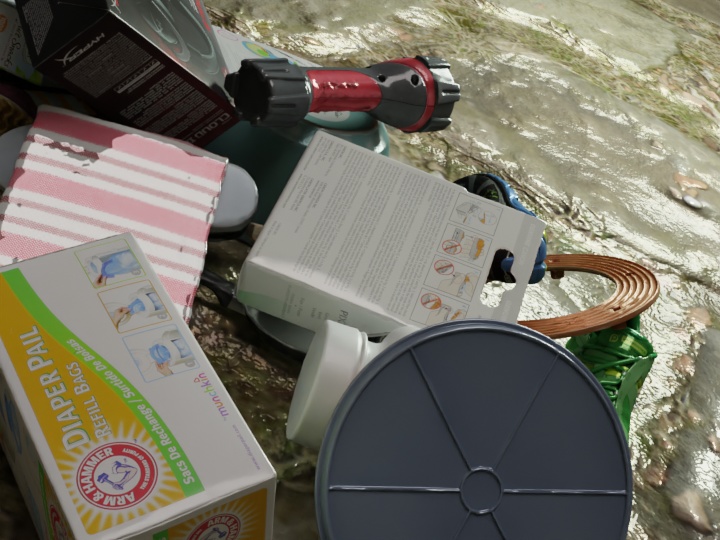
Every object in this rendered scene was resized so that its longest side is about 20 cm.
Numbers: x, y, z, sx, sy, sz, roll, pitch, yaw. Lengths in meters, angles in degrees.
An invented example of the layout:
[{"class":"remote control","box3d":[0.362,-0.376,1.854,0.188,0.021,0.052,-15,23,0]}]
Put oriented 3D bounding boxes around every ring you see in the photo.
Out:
[{"class":"ring","box3d":[0.148,0.025,0.964,0.197,0.020,0.201,-9,17,3]}]

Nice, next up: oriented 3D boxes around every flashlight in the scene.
[{"class":"flashlight","box3d":[-0.008,-0.142,0.944,0.198,0.067,0.069,-9,73,-42]}]

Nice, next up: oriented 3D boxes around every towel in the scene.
[{"class":"towel","box3d":[-0.179,-0.018,0.800,0.144,0.030,0.202,17,56,-10]}]

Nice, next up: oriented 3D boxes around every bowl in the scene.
[{"class":"bowl","box3d":[-0.054,-0.108,1.025,0.198,0.106,0.202,17,32,-11]}]

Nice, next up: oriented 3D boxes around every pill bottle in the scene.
[{"class":"pill bottle","box3d":[0.056,0.103,0.770,0.197,0.112,0.112,19,30,-8]}]

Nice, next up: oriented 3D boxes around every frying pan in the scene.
[{"class":"frying pan","box3d":[-0.071,0.033,0.865,0.188,0.031,0.115,4,33,-27]}]

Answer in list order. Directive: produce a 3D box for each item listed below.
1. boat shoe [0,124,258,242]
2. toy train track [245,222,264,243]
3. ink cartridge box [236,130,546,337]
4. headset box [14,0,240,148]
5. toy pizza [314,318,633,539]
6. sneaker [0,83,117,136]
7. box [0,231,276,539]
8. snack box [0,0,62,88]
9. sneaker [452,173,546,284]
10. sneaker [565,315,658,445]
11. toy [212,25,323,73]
[{"class":"boat shoe","box3d":[-0.178,-0.059,0.879,0.196,0.068,0.075,4,69,-14]},{"class":"toy train track","box3d":[0.000,0.000,0.946,0.197,0.033,0.115,15,3,-21]},{"class":"ink cartridge box","box3d":[0.027,-0.010,0.875,0.198,0.050,0.162,23,47,3]},{"class":"headset box","box3d":[-0.178,-0.188,0.905,0.200,0.077,0.150,32,31,-57]},{"class":"toy pizza","box3d":[0.068,0.131,0.698,0.198,0.203,0.032,18,-7,-10]},{"class":"sneaker","box3d":[-0.255,-0.109,0.927,0.198,0.076,0.090,19,21,-21]},{"class":"box","box3d":[-0.133,0.091,0.631,0.100,0.113,0.201,-17,48,-25]},{"class":"snack box","box3d":[-0.295,-0.203,0.982,0.141,0.054,0.200,23,8,-1]},{"class":"sneaker","box3d":[0.100,-0.040,1.032,0.081,0.072,0.200,-1,19,-13]},{"class":"sneaker","box3d":[0.189,0.085,0.921,0.073,0.084,0.201,24,31,-1]},{"class":"toy","box3d":[-0.096,-0.191,1.181,0.198,0.048,0.116,10,30,-29]}]
